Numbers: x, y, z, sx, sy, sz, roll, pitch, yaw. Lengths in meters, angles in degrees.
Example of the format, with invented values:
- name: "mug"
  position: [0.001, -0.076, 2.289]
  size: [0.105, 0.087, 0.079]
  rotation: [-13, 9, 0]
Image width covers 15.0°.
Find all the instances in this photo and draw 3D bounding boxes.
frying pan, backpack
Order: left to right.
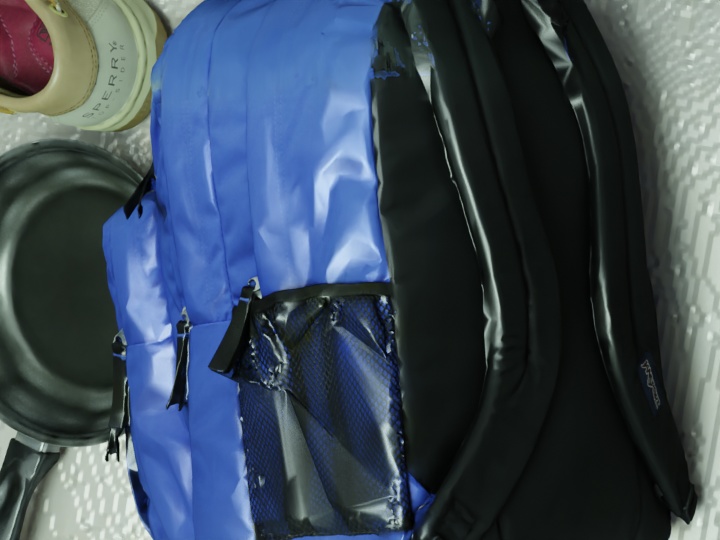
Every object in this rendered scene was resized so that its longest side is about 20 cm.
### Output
- name: "frying pan"
  position: [-0.105, 0.045, 1.022]
  size: [0.115, 0.031, 0.191]
  rotation: [-2, 95, 29]
- name: "backpack"
  position: [0.000, 0.000, 0.888]
  size: [0.167, 0.162, 0.201]
  rotation: [-4, 92, 32]

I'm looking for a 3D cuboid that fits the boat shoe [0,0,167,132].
- name: "boat shoe"
  position: [-0.164, -0.113, 1.027]
  size: [0.200, 0.066, 0.074]
  rotation: [26, 104, 25]
